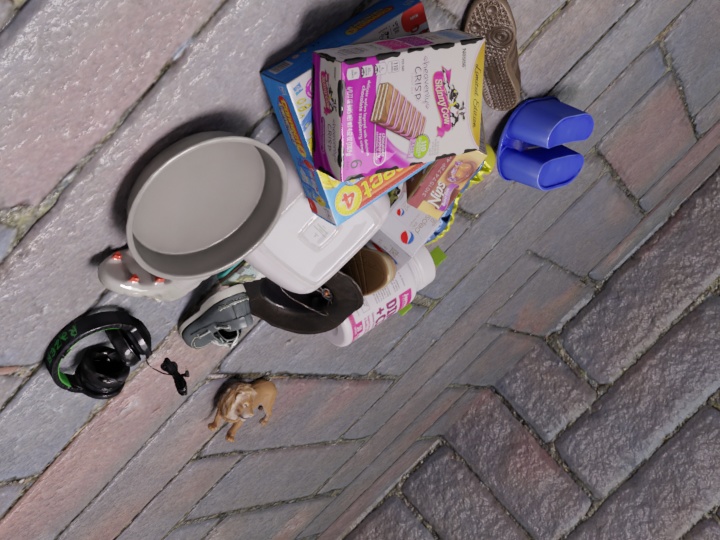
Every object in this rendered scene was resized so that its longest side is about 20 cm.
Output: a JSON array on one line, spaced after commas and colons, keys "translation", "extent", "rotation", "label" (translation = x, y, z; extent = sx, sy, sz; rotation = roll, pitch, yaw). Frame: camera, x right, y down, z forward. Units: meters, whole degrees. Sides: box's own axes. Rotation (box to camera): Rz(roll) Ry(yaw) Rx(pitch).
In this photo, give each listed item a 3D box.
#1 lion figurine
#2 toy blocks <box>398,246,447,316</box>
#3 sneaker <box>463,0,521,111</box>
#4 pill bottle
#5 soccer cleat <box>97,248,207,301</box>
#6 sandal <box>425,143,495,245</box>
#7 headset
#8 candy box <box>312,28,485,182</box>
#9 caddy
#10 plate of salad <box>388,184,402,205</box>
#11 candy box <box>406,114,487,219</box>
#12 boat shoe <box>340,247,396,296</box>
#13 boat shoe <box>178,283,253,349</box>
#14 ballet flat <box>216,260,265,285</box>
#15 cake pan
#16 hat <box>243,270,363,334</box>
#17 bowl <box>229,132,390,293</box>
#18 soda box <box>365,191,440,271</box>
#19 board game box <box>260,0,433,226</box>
[{"translation": [-0.191, 0.224, 1.981], "extent": [0.123, 0.072, 0.200], "rotation": [-60, 170, 20], "label": "lion figurine"}, {"translation": [0.063, 0.029, 2.024], "extent": [0.200, 0.100, 0.137], "rotation": [-42, 173, 2], "label": "toy blocks"}, {"translation": [0.178, -0.308, 1.555], "extent": [0.070, 0.076, 0.200], "rotation": [-2, 142, 10], "label": "sneaker"}, {"translation": [0.018, 0.027, 1.870], "extent": [0.200, 0.113, 0.114], "rotation": [-33, 159, -24], "label": "pill bottle"}, {"translation": [-0.249, 0.011, 1.396], "extent": [0.078, 0.069, 0.200], "rotation": [-48, 163, 26], "label": "soccer cleat"}, {"translation": [0.126, -0.126, 1.824], "extent": [0.087, 0.079, 0.201], "rotation": [2, 125, -58], "label": "sandal"}, {"translation": [-0.305, 0.119, 1.472], "extent": [0.124, 0.094, 0.200], "rotation": [-48, 149, 17], "label": "headset"}, {"translation": [0.044, -0.188, 1.289], "extent": [0.199, 0.061, 0.137], "rotation": [-17, 120, -32], "label": "candy box"}, {"translation": [0.301, -0.214, 1.923], "extent": [0.200, 0.105, 0.142], "rotation": [-17, 126, -50], "label": "caddy"}, {"translation": [-0.007, -0.070, 1.716], "extent": [0.200, 0.048, 0.200], "rotation": [-36, 159, -16], "label": "plate of salad"}, {"translation": [0.110, -0.172, 1.535], "extent": [0.117, 0.056, 0.200], "rotation": [-53, -162, 31], "label": "candy box"}, {"translation": [0.000, 0.000, 1.691], "extent": [0.064, 0.072, 0.200], "rotation": [-12, -178, -32], "label": "boat shoe"}, {"translation": [-0.198, 0.081, 1.595], "extent": [0.073, 0.062, 0.200], "rotation": [-22, 169, -31], "label": "boat shoe"}, {"translation": [-0.112, -0.041, 1.525], "extent": [0.200, 0.071, 0.069], "rotation": [-52, -163, 21], "label": "ballet flat"}, {"translation": [-0.178, -0.077, 1.307], "extent": [0.199, 0.037, 0.201], "rotation": [-23, 140, -20], "label": "cake pan"}, {"translation": [-0.089, 0.009, 1.658], "extent": [0.201, 0.199, 0.081], "rotation": [90, 6, -57], "label": "hat"}, {"translation": [-0.064, -0.066, 1.449], "extent": [0.200, 0.075, 0.200], "rotation": [-44, 134, 5], "label": "bowl"}, {"translation": [0.056, -0.052, 1.615], "extent": [0.064, 0.068, 0.200], "rotation": [-50, 179, -8], "label": "soda box"}, {"translation": [0.006, -0.187, 1.338], "extent": [0.200, 0.056, 0.196], "rotation": [-35, 128, -20], "label": "board game box"}]
